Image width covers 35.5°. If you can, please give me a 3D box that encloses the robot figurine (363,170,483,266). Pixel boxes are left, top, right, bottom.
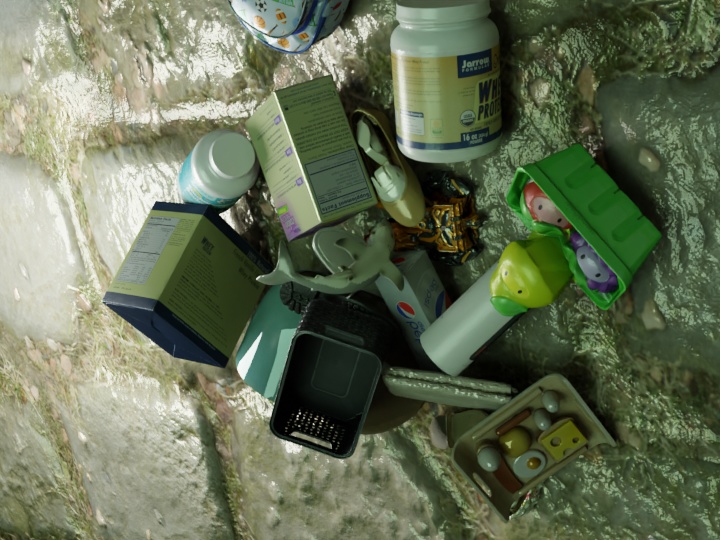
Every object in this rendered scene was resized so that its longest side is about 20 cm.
[{"bbox_3d":[0.090,-0.074,1.652,0.199,0.058,0.146,8,116,40],"label":"robot figurine"}]

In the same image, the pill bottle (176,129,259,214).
[{"bbox_3d":[-0.227,-0.161,1.813,0.111,0.110,0.200,61,159,0],"label":"pill bottle"}]

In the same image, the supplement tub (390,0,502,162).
[{"bbox_3d":[0.113,-0.257,1.483,0.144,0.144,0.202,13,119,37],"label":"supplement tub"}]

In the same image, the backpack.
[{"bbox_3d":[-0.100,-0.408,1.605,0.200,0.154,0.191,38,141,18],"label":"backpack"}]

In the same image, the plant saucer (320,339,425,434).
[{"bbox_3d":[0.024,0.174,1.751,0.030,0.198,0.202,-119,26,-61],"label":"plant saucer"}]

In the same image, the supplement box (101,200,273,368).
[{"bbox_3d":[-0.284,0.022,1.880,0.133,0.201,0.200,7,153,39],"label":"supplement box"}]

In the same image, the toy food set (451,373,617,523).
[{"bbox_3d":[0.245,0.253,1.584,0.199,0.061,0.144,-36,113,11],"label":"toy food set"}]

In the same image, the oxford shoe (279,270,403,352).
[{"bbox_3d":[-0.016,0.053,1.691,0.199,0.084,0.073,31,122,9],"label":"oxford shoe"}]

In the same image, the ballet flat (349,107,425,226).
[{"bbox_3d":[0.031,-0.150,1.617,0.068,0.063,0.201,-37,60,24],"label":"ballet flat"}]

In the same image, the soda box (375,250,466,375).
[{"bbox_3d":[0.098,0.068,1.674,0.068,0.063,0.201,-3,125,44],"label":"soda box"}]

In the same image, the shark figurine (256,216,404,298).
[{"bbox_3d":[-0.028,0.012,1.600,0.129,0.213,0.090,60,150,22],"label":"shark figurine"}]

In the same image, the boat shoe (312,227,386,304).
[{"bbox_3d":[0.000,0.000,1.710,0.199,0.073,0.062,30,163,-25],"label":"boat shoe"}]

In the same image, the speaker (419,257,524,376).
[{"bbox_3d":[0.176,0.056,1.573,0.200,0.081,0.081,-45,78,19],"label":"speaker"}]

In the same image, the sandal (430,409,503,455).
[{"bbox_3d":[0.187,0.249,1.726,0.211,0.069,0.078,172,97,-64],"label":"sandal"}]

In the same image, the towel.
[{"bbox_3d":[0.132,0.175,1.660,0.198,0.133,0.035,9,76,9],"label":"towel"}]

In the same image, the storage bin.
[{"bbox_3d":[-0.044,0.159,1.649,0.134,0.094,0.201,18,122,2],"label":"storage bin"}]

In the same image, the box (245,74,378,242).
[{"bbox_3d":[-0.076,-0.163,1.675,0.176,0.096,0.202,-22,87,69],"label":"box"}]

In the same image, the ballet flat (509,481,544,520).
[{"bbox_3d":[0.247,0.299,1.690,0.075,0.064,0.202,26,125,31],"label":"ballet flat"}]

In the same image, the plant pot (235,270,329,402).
[{"bbox_3d":[-0.085,0.099,1.803,0.200,0.200,0.162,34,122,25],"label":"plant pot"}]

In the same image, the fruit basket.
[{"bbox_3d":[0.248,-0.028,1.435,0.216,0.215,0.156,50,169,11],"label":"fruit basket"}]
